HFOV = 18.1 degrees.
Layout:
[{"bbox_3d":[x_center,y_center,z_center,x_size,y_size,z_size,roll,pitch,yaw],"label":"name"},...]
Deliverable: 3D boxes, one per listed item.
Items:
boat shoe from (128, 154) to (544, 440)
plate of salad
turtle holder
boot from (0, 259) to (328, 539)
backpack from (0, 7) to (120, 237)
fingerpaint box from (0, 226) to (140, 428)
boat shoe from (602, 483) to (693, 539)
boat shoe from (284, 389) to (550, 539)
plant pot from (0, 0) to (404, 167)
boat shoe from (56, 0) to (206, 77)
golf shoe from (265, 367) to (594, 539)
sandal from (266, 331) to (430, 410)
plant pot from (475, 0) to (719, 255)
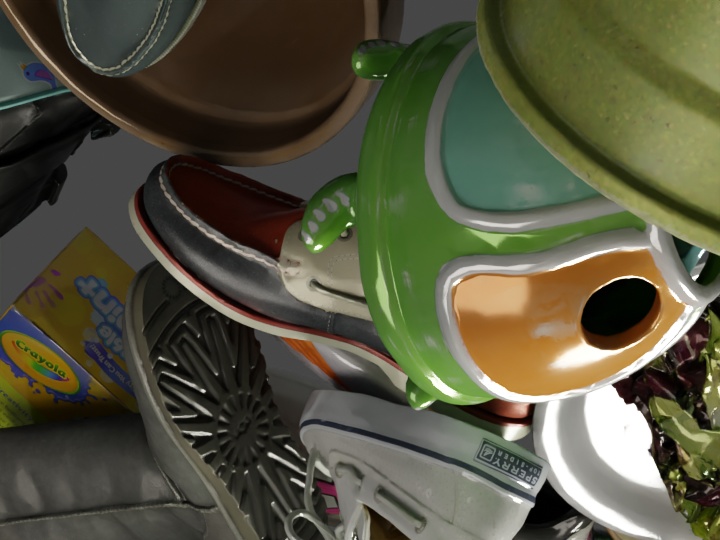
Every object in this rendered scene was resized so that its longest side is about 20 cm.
[{"bbox_3d":[0.000,0.000,0.945,0.199,0.071,0.063,28,129,-2],"label":"boat shoe"},{"bbox_3d":[0.171,0.065,0.936,0.199,0.048,0.201,-2,138,-2],"label":"plate of salad"},{"bbox_3d":[0.078,-0.034,0.854,0.131,0.185,0.142,-5,115,35],"label":"turtle holder"},{"bbox_3d":[-0.127,0.081,1.113,0.199,0.073,0.183,-1,117,43],"label":"boot"},{"bbox_3d":[-0.237,-0.074,1.053,0.154,0.200,0.176,56,141,4],"label":"backpack"},{"bbox_3d":[-0.125,0.098,1.224,0.200,0.073,0.167,42,140,-5],"label":"fingerpaint box"},{"bbox_3d":[0.106,0.034,1.012,0.072,0.072,0.201,-28,98,17],"label":"boat shoe"},{"bbox_3d":[0.013,0.107,0.983,0.074,0.086,0.202,28,171,-22],"label":"boat shoe"},{"bbox_3d":[-0.060,-0.150,0.934,0.200,0.093,0.202,20,136,20],"label":"plant pot"},{"bbox_3d":[-0.090,-0.140,0.847,0.073,0.062,0.200,32,139,7],"label":"boat shoe"},{"bbox_3d":[0.025,0.092,1.115,0.199,0.073,0.092,26,135,1],"label":"golf shoe"},{"bbox_3d":[-0.030,0.001,1.077,0.206,0.059,0.079,36,170,33],"label":"sandal"},{"bbox_3d":[0.160,-0.129,0.735,0.200,0.200,0.185,29,127,11],"label":"plant pot"}]
